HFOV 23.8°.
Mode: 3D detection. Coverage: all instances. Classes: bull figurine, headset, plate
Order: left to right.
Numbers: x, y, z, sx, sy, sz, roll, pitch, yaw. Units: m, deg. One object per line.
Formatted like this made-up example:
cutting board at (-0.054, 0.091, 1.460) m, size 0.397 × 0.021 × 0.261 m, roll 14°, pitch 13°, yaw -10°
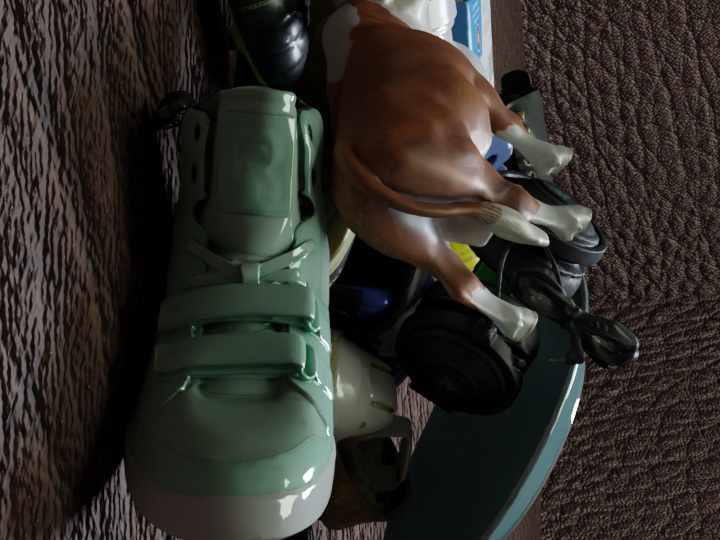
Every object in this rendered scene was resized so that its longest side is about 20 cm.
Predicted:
bull figurine at (0.030, -0.057, 0.700) m, size 0.065 × 0.121 × 0.201 m, roll -49°, pitch -163°, yaw 27°
plate at (0.070, 0.088, 0.889) m, size 0.201 × 0.025 × 0.200 m, roll -58°, pitch -169°, yaw 17°
headset at (0.080, 0.018, 0.827) m, size 0.124 × 0.093 × 0.200 m, roll -58°, pitch 179°, yaw -4°

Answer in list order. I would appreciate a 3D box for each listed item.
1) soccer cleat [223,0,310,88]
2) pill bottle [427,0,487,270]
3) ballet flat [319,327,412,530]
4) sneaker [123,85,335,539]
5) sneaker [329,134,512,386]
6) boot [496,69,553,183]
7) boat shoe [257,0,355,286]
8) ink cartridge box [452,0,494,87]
soccer cleat at (-0.030, -0.177, 0.729) m, size 0.068 × 0.080 × 0.203 m, roll -67°, pitch 153°, yaw -70°
pill bottle at (0.026, -0.066, 0.993) m, size 0.104 × 0.103 × 0.202 m, roll -73°, pitch 159°, yaw -64°
ballet flat at (-0.008, 0.075, 0.861) m, size 0.201 × 0.070 × 0.071 m, roll 74°, pitch 17°, yaw -57°
sneaker at (-0.046, 0.003, 0.596) m, size 0.201 × 0.073 × 0.120 m, roll -96°, pitch -174°, yaw -64°
sneaker at (0.000, 0.000, 0.879) m, size 0.115 × 0.080 × 0.200 m, roll -45°, pitch 164°, yaw -41°
boot at (0.094, -0.043, 1.117) m, size 0.200 × 0.076 × 0.140 m, roll -71°, pitch 153°, yaw -71°
boat shoe at (-0.019, -0.059, 0.797) m, size 0.065 × 0.072 × 0.202 m, roll 70°, pitch 19°, yaw -47°
ink cartridge box at (0.053, -0.105, 1.236) m, size 0.146 × 0.083 × 0.203 m, roll -62°, pitch 150°, yaw -71°
